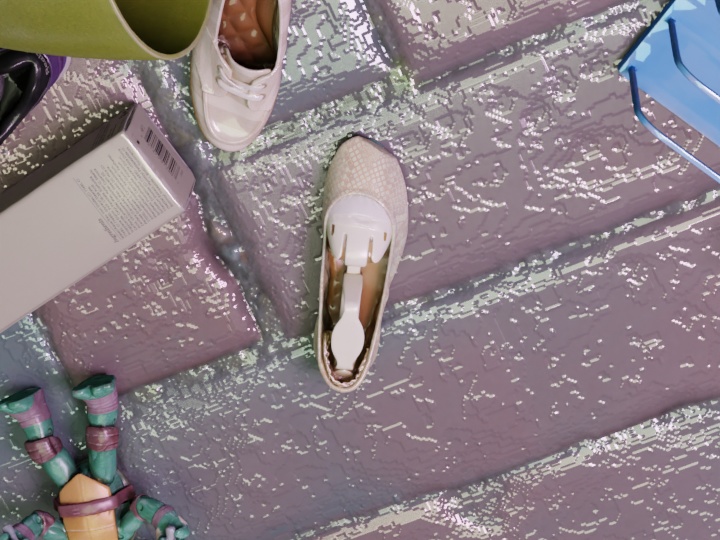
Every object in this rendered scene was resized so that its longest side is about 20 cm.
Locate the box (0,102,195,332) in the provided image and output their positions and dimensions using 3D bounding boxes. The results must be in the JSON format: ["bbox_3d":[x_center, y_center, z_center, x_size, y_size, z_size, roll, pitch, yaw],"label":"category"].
[{"bbox_3d":[-0.227,-0.035,1.749,0.199,0.068,0.082,-31,109,16],"label":"box"}]

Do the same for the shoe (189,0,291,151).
[{"bbox_3d":[-0.087,-0.176,1.684,0.069,0.053,0.201,10,115,-1],"label":"shoe"}]

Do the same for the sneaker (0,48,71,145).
[{"bbox_3d":[-0.299,-0.105,1.711,0.076,0.088,0.200,40,111,-14],"label":"sneaker"}]

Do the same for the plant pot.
[{"bbox_3d":[-0.230,-0.228,1.618,0.199,0.187,0.188,-6,115,23],"label":"plant pot"}]

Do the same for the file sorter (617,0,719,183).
[{"bbox_3d":[0.297,-0.160,1.629,0.138,0.123,0.200,34,112,-11],"label":"file sorter"}]

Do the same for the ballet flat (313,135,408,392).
[{"bbox_3d":[0.000,0.000,1.753,0.067,0.062,0.201,4,114,1],"label":"ballet flat"}]

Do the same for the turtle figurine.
[{"bbox_3d":[-0.217,0.189,1.834,0.149,0.101,0.201,-14,98,-6],"label":"turtle figurine"}]
